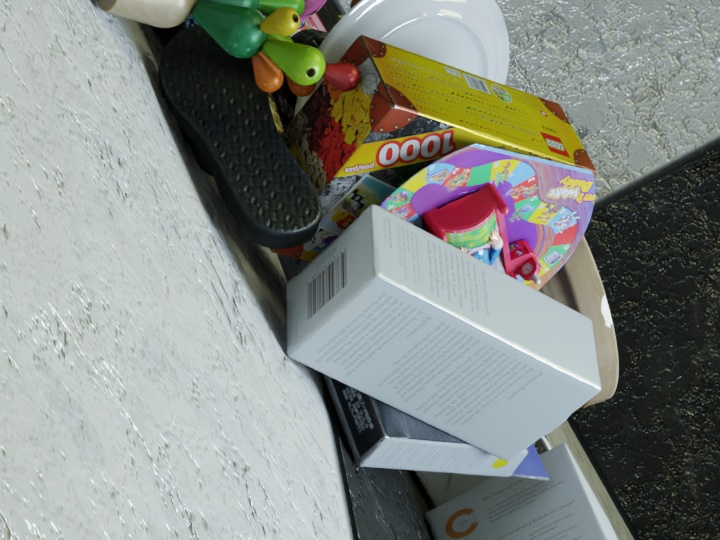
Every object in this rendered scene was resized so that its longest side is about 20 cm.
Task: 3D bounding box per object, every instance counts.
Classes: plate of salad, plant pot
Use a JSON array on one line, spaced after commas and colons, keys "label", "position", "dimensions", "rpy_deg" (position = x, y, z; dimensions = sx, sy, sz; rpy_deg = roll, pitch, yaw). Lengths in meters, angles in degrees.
[{"label": "plate of salad", "position": [0.028, -0.141, 1.653], "dimensions": [0.048, 0.200, 0.200], "rpy_deg": [41, -10, 42]}, {"label": "plant pot", "position": [0.127, 0.023, 1.746], "dimensions": [0.201, 0.093, 0.201], "rpy_deg": [162, -90, -81]}]

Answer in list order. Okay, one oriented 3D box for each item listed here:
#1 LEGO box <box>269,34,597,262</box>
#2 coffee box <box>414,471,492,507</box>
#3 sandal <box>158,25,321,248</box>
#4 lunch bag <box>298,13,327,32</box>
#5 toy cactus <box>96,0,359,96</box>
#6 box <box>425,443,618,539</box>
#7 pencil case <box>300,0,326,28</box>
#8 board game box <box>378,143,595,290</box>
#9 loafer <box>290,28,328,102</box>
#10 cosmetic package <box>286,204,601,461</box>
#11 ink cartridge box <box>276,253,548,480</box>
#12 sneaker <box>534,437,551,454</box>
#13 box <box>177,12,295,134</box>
[{"label": "LEGO box", "position": [0.043, -0.067, 1.537], "dimensions": [0.200, 0.149, 0.077], "rpy_deg": [14, 38, -38]}, {"label": "coffee box", "position": [0.070, 0.111, 1.806], "dimensions": [0.113, 0.080, 0.200], "rpy_deg": [60, 7, -8]}, {"label": "sandal", "position": [-0.090, -0.087, 1.480], "dimensions": [0.048, 0.075, 0.200], "rpy_deg": [112, -37, -48]}, {"label": "lunch bag", "position": [-0.076, -0.225, 2.058], "dimensions": [0.176, 0.082, 0.200], "rpy_deg": [58, 8, -29]}, {"label": "toy cactus", "position": [-0.098, -0.190, 1.460], "dimensions": [0.165, 0.102, 0.200], "rpy_deg": [-1, 47, -39]}, {"label": "box", "position": [0.143, 0.247, 1.612], "dimensions": [0.098, 0.124, 0.200], "rpy_deg": [58, 8, -36]}, {"label": "pencil case", "position": [-0.107, -0.291, 1.829], "dimensions": [0.200, 0.094, 0.091], "rpy_deg": [45, -37, -2]}, {"label": "board game box", "position": [0.087, -0.010, 1.514], "dimensions": [0.200, 0.158, 0.039], "rpy_deg": [10, 37, -42]}, {"label": "loafer", "position": [-0.016, -0.128, 1.715], "dimensions": [0.072, 0.073, 0.200], "rpy_deg": [41, -10, 40]}, {"label": "cosmetic package", "position": [0.057, 0.045, 1.481], "dimensions": [0.200, 0.101, 0.071], "rpy_deg": [28, 39, -28]}, {"label": "ink cartridge box", "position": [0.048, 0.058, 1.585], "dimensions": [0.200, 0.047, 0.198], "rpy_deg": [7, 49, -41]}, {"label": "sneaker", "position": [0.123, 0.156, 1.984], "dimensions": [0.200, 0.073, 0.085], "rpy_deg": [51, -3, 20]}, {"label": "box", "position": [-0.088, -0.156, 1.636], "dimensions": [0.200, 0.050, 0.199], "rpy_deg": [39, 38, -73]}]
